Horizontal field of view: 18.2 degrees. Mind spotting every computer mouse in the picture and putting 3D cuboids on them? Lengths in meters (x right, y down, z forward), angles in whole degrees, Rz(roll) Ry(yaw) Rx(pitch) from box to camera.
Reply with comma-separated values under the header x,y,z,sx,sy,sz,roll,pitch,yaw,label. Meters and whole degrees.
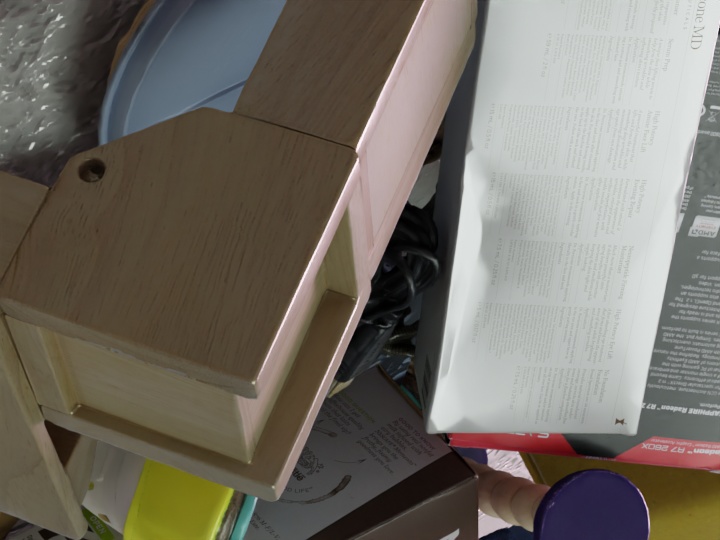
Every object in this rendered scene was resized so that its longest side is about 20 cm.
x,y,z,sx,sy,sz,roll,pitch,yaw,label
-0.080,0.001,0.810,0.200,0.044,0.110,7,150,-19,computer mouse

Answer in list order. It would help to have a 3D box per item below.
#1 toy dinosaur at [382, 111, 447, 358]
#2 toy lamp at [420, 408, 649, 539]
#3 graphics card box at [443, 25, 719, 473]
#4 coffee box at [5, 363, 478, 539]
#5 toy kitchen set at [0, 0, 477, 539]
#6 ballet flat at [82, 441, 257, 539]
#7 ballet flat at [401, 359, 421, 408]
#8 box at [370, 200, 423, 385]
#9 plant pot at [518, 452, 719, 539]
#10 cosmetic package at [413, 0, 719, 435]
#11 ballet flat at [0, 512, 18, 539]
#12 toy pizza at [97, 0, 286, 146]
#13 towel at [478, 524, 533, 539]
x,y,z,sx,sy,sz,roll,pitch,yaw,label
0.000,0.000,0.898,0.088,0.047,0.200,0,133,-43,toy dinosaur
0.056,0.096,0.991,0.058,0.058,0.200,-28,-163,-19,toy lamp
0.111,-0.017,0.877,0.125,0.051,0.200,7,123,-10,graphics card box
-0.053,0.139,0.936,0.200,0.080,0.114,-25,137,-22,coffee box
-0.086,-0.029,0.711,0.163,0.200,0.181,85,26,-61,toy kitchen set
-0.071,0.071,0.805,0.200,0.067,0.067,-162,-88,-88,ballet flat
0.033,0.083,1.168,0.065,0.071,0.200,-42,165,-24,ballet flat
-0.055,0.061,1.022,0.160,0.044,0.200,-23,154,-26,box
0.174,0.061,1.175,0.200,0.196,0.194,-26,157,0,plant pot
0.071,-0.034,0.801,0.082,0.051,0.200,3,123,-7,cosmetic package
-0.172,0.095,0.926,0.063,0.069,0.200,19,124,-29,ballet flat
-0.010,-0.095,0.799,0.200,0.032,0.200,-31,158,-14,toy pizza
0.018,0.186,1.105,0.200,0.049,0.112,-24,156,-2,towel
